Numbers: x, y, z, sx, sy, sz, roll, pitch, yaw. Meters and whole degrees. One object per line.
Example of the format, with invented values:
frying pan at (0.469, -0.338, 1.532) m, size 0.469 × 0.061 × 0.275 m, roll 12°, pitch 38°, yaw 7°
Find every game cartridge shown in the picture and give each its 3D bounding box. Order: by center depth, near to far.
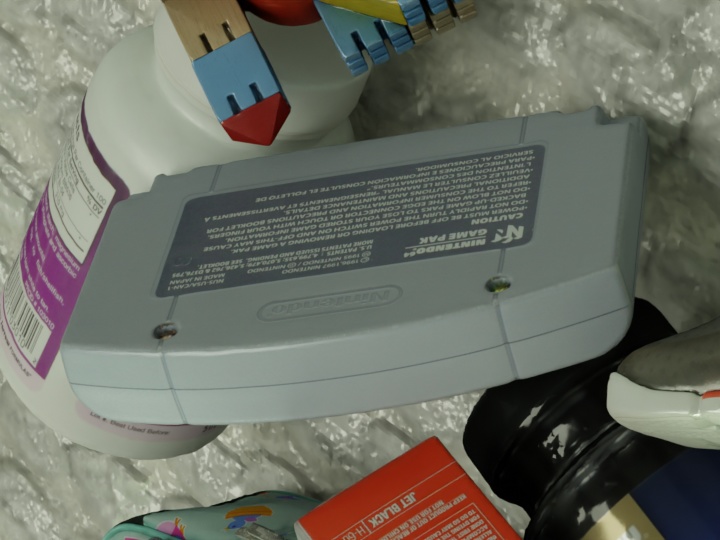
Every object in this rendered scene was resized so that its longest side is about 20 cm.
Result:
game cartridge at (0.000, 0.000, 1.023) m, size 0.200 × 0.133 × 0.041 m, roll -8°, pitch 118°, yaw 15°

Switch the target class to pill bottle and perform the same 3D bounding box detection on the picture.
pill bottle at (0.125, 0.110, 0.990) m, size 0.200 × 0.112 × 0.112 m, roll 52°, pitch 133°, yaw 25°
pill bottle at (-0.068, -0.028, 1.166) m, size 0.112 × 0.112 × 0.200 m, roll 51°, pitch 133°, yaw 26°

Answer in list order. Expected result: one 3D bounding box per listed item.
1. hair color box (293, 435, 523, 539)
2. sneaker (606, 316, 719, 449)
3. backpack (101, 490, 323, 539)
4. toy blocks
hair color box at (0.061, 0.160, 0.959) m, size 0.200 × 0.061 × 0.102 m, roll 50°, pitch 164°, yaw 34°
sneaker at (0.172, 0.006, 0.916) m, size 0.200 × 0.077 × 0.082 m, roll -12°, pitch 75°, yaw 17°
backpack at (-0.021, 0.182, 1.146) m, size 0.200 × 0.153 × 0.176 m, roll 4°, pitch 99°, yaw 39°
toy blocks at (-0.007, -0.135, 1.046) m, size 0.137 × 0.200 × 0.100 m, roll 63°, pitch -179°, yaw 14°
